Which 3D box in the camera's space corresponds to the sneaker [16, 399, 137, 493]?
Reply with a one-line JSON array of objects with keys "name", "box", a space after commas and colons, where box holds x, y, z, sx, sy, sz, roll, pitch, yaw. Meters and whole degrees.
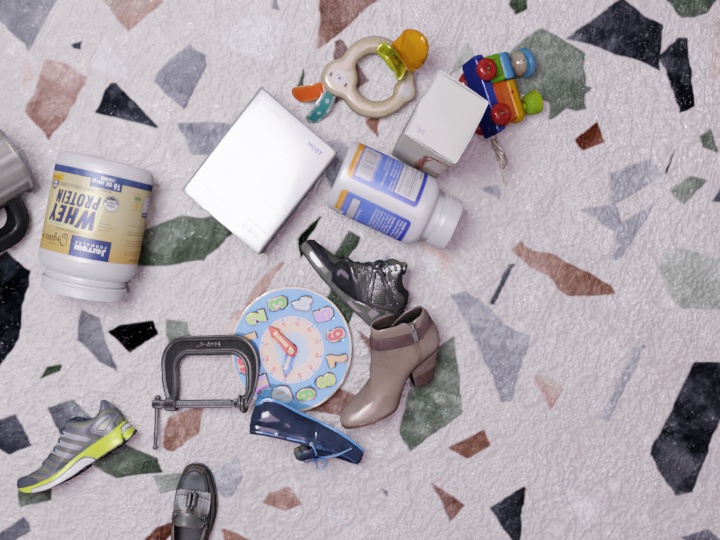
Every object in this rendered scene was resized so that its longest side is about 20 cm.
[{"name": "sneaker", "box": [-0.456, 0.281, 1.084, 0.198, 0.074, 0.082, -32, 85, -7]}]

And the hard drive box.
[{"name": "hard drive box", "box": [-0.154, -0.153, 1.070, 0.155, 0.077, 0.201, 39, 90, -4]}]

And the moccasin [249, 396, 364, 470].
[{"name": "moccasin", "box": [-0.089, 0.270, 1.083, 0.197, 0.080, 0.069, 28, 67, -12]}]

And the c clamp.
[{"name": "c clamp", "box": [-0.248, 0.188, 1.089, 0.196, 0.027, 0.175, -9, 84, 14]}]

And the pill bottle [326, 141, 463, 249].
[{"name": "pill bottle", "box": [0.055, -0.110, 1.067, 0.197, 0.112, 0.114, 24, 91, -4]}]

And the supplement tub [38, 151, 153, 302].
[{"name": "supplement tub", "box": [-0.399, -0.064, 1.027, 0.141, 0.144, 0.205, 11, 92, -4]}]

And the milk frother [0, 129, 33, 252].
[{"name": "milk frother", "box": [-0.623, -0.117, 1.026, 0.198, 0.183, 0.188, 32, 52, 23]}]

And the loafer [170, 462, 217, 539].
[{"name": "loafer", "box": [-0.272, 0.417, 1.095, 0.070, 0.063, 0.205, 7, 92, -4]}]

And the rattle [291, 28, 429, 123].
[{"name": "rattle", "box": [-0.004, -0.292, 1.046, 0.196, 0.143, 0.133, -10, 112, -9]}]

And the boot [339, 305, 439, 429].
[{"name": "boot", "box": [0.039, 0.145, 1.071, 0.198, 0.070, 0.148, -29, 126, -19]}]

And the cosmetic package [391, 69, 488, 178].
[{"name": "cosmetic package", "box": [0.112, -0.209, 1.020, 0.086, 0.200, 0.105, 30, 91, -3]}]

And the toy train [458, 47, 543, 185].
[{"name": "toy train", "box": [0.243, -0.250, 1.092, 0.114, 0.085, 0.204, -20, 94, -15]}]

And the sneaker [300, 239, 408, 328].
[{"name": "sneaker", "box": [0.000, 0.000, 1.088, 0.199, 0.076, 0.115, 41, 88, -7]}]

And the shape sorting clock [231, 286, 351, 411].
[{"name": "shape sorting clock", "box": [-0.111, 0.128, 1.104, 0.195, 0.039, 0.205, 0, 93, -3]}]
